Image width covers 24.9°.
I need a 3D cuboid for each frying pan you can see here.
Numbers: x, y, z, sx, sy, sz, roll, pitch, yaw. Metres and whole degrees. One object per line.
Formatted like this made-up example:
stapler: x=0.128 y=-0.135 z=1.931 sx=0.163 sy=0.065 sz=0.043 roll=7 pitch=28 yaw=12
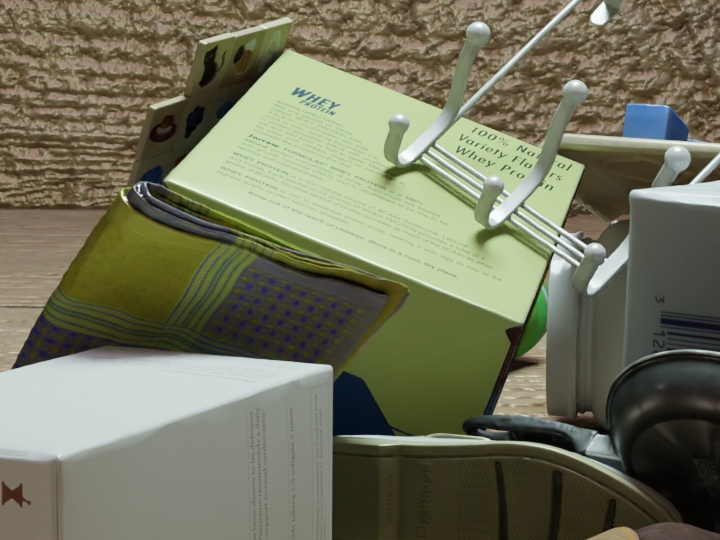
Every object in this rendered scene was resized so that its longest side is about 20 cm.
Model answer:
frying pan: x=0.125 y=0.071 z=0.726 sx=0.190 sy=0.115 sz=0.031 roll=16 pitch=49 yaw=21

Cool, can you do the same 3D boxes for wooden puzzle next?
wooden puzzle: x=0.228 y=-0.066 z=1.021 sx=0.199 sy=0.046 sz=0.185 roll=1 pitch=-9 yaw=25

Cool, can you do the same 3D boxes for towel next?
towel: x=-0.084 y=0.049 z=0.752 sx=0.143 sy=0.200 sz=0.023 roll=21 pitch=36 yaw=-25

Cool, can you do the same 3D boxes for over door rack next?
over door rack: x=0.131 y=-0.091 z=0.887 sx=0.148 sy=0.067 sz=0.200 roll=37 pitch=58 yaw=26

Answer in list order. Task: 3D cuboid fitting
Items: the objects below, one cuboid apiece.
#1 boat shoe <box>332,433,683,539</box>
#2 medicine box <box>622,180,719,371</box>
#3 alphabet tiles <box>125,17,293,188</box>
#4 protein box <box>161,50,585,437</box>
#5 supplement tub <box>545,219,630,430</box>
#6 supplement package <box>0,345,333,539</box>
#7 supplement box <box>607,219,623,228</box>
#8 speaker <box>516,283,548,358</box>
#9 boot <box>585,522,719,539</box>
boat shoe: x=0.055 y=0.108 z=0.754 sx=0.199 sy=0.075 sz=0.068 roll=11 pitch=4 yaw=19
medicine box: x=0.219 y=0.047 z=0.838 sx=0.103 sy=0.183 sz=0.200 roll=6 pitch=9 yaw=35
alphabet tiles: x=-0.096 y=-0.054 z=0.980 sx=0.006 sy=0.200 sz=0.166 roll=30 pitch=27 yaw=18
protein box: x=0.000 y=0.000 z=0.926 sx=0.198 sy=0.135 sz=0.200 roll=22 pitch=31 yaw=6
supplement tub: x=0.225 y=0.039 z=1.071 sx=0.199 sy=0.145 sz=0.145 roll=2 pitch=7 yaw=9
supplement package: x=-0.103 y=0.101 z=0.613 sx=0.117 sy=0.117 sz=0.200 roll=4 pitch=7 yaw=24
supplement box: x=0.281 y=0.029 z=1.217 sx=0.199 sy=0.111 sz=0.086 roll=1 pitch=-21 yaw=2
speaker: x=0.078 y=0.040 z=1.295 sx=0.088 sy=0.089 sz=0.200 roll=5 pitch=8 yaw=31
boot: x=0.157 y=0.128 z=0.599 sx=0.166 sy=0.073 sz=0.200 roll=-3 pitch=4 yaw=-15
